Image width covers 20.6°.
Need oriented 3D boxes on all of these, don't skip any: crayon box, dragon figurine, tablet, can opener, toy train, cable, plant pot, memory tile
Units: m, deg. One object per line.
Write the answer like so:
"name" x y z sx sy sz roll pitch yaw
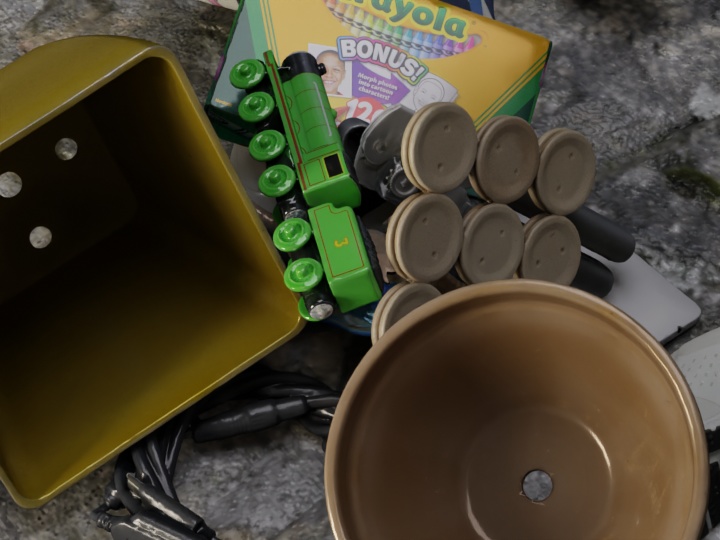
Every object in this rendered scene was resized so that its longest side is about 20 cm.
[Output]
"crayon box" 0.010 -0.118 1.264 0.199 0.058 0.120 18 74 -4
"dragon figurine" 0.000 0.000 1.178 0.199 0.100 0.059 15 62 23
"tablet" 0.106 -0.002 1.266 0.130 0.014 0.200 -30 55 -24
"can opener" 0.075 -0.046 1.203 0.199 0.054 0.067 25 11 -29
"toy train" -0.031 -0.055 1.137 0.056 0.042 0.201 -20 51 4
"cable" -0.043 0.129 1.132 0.199 0.051 0.163 20 46 20
"plant pot" -0.181 -0.022 1.152 0.199 0.201 0.176 -33 31 -11
"plant pot" 0.088 0.111 1.051 0.199 0.093 0.202 -3 77 14
"memory tile" 0.067 0.011 1.120 0.153 0.201 0.017 6 6 -42

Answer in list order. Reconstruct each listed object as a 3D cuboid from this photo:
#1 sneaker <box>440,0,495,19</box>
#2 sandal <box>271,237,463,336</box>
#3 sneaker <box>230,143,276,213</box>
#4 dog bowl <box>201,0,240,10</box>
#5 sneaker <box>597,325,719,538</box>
"sneaker" 0.041 -0.203 1.352 0.074 0.201 0.082 -14 12 33
"sandal" -0.024 0.004 1.232 0.199 0.043 0.076 -1 51 5
"sneaker" -0.043 -0.115 1.324 0.076 0.081 0.201 11 50 8
"dog bowl" -0.048 -0.266 1.385 0.074 0.201 0.200 31 54 14
"sneaker" 0.197 0.091 1.155 0.200 0.074 0.080 -34 40 -31
